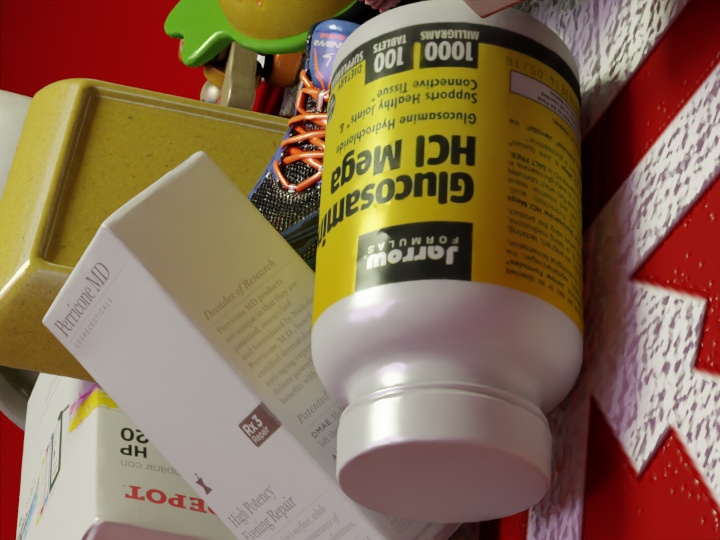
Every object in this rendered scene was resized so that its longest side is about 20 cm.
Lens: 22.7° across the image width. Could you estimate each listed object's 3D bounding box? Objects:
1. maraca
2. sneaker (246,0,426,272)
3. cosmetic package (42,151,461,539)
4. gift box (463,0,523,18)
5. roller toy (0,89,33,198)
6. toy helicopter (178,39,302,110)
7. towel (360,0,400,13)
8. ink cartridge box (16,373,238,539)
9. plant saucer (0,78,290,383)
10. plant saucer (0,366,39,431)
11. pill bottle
[{"bbox_3d":[-0.041,-0.186,1.058,0.199,0.107,0.138,-11,57,39],"label":"maraca"},{"bbox_3d":[-0.007,-0.082,0.862,0.075,0.079,0.200,12,61,37],"label":"sneaker"},{"bbox_3d":[-0.044,0.057,0.806,0.074,0.200,0.102,-42,-4,-37],"label":"cosmetic package"},{"bbox_3d":[0.074,-0.224,0.657,0.200,0.184,0.187,-23,49,37],"label":"gift box"},{"bbox_3d":[-0.227,-0.041,1.230,0.200,0.182,0.140,30,-105,-85],"label":"roller toy"},{"bbox_3d":[-0.099,-0.079,1.229,0.132,0.079,0.201,128,150,-58],"label":"toy helicopter"},{"bbox_3d":[0.072,-0.215,0.801,0.200,0.023,0.145,-27,50,26],"label":"towel"},{"bbox_3d":[-0.100,0.117,0.984,0.200,0.147,0.145,-97,29,-46],"label":"ink cartridge box"},{"bbox_3d":[-0.097,-0.027,0.963,0.049,0.199,0.201,105,174,-48],"label":"plant saucer"},{"bbox_3d":[-0.153,0.046,1.131,0.200,0.200,0.050,-57,8,42],"label":"plant saucer"},{"bbox_3d":[0.037,-0.003,0.748,0.112,0.112,0.201,134,145,-53],"label":"pill bottle"}]
